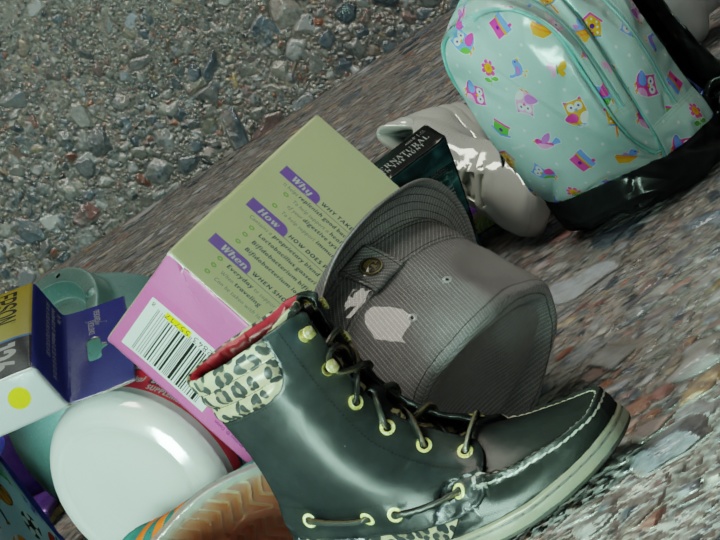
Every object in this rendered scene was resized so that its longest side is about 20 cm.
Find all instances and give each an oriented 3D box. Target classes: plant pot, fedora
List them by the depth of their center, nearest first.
[{"bbox_3d":[0.049,0.047,1.161,0.090,0.177,0.200,13,38,36],"label":"fedora"},{"bbox_3d":[-0.202,0.081,1.559,0.200,0.134,0.201,-27,42,27],"label":"plant pot"}]

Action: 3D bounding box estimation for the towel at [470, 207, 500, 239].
[{"bbox_3d":[0.150,-0.081,1.713,0.143,0.023,0.200,-30,12,24],"label":"towel"}]

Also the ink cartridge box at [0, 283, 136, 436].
[{"bbox_3d":[-0.253,0.066,1.353,0.199,0.047,0.198,-25,17,-2],"label":"ink cartridge box"}]

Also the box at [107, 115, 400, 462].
[{"bbox_3d":[-0.030,0.026,1.314,0.097,0.176,0.200,-50,-2,41],"label":"box"}]

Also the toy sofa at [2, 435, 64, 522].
[{"bbox_3d":[-0.330,0.196,1.818,0.200,0.083,0.098,-26,12,40],"label":"toy sofa"}]

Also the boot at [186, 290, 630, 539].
[{"bbox_3d":[0.020,0.074,1.048,0.203,0.154,0.074,-30,11,27],"label":"boot"}]

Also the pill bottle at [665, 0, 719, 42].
[{"bbox_3d":[0.243,-0.225,1.834,0.200,0.104,0.104,-33,10,12],"label":"pill bottle"}]

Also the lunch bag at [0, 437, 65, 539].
[{"bbox_3d":[-0.302,0.184,1.456,0.124,0.200,0.170,-34,9,5],"label":"lunch bag"}]

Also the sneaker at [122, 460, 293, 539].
[{"bbox_3d":[-0.102,0.169,1.243,0.200,0.071,0.080,-36,14,6],"label":"sneaker"}]

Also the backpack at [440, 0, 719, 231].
[{"bbox_3d":[0.154,-0.135,1.442,0.167,0.200,0.127,-25,14,42],"label":"backpack"}]

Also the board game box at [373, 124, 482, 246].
[{"bbox_3d":[0.000,0.000,1.526,0.200,0.136,0.028,-37,44,-17],"label":"board game box"}]

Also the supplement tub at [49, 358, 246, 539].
[{"bbox_3d":[-0.105,0.099,1.376,0.140,0.141,0.200,-27,13,37],"label":"supplement tub"}]

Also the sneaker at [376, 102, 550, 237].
[{"bbox_3d":[0.078,-0.076,1.600,0.088,0.076,0.200,-5,23,-24],"label":"sneaker"}]

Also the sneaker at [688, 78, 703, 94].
[{"bbox_3d":[0.188,-0.129,1.573,0.200,0.089,0.079,-16,19,43],"label":"sneaker"}]
